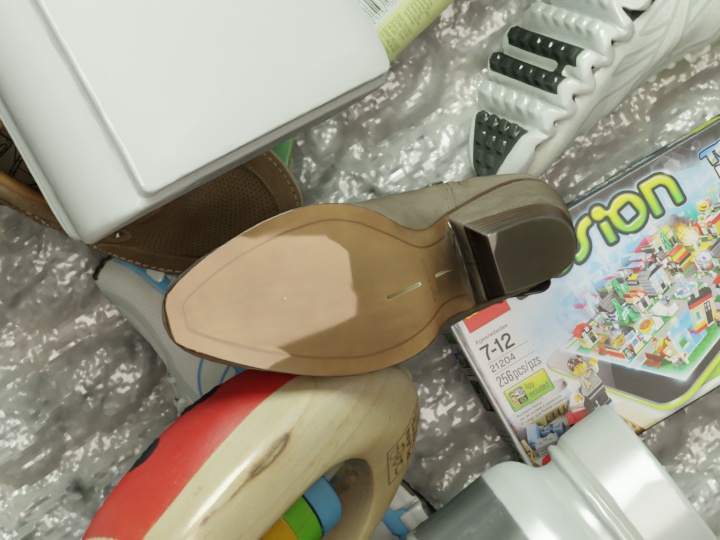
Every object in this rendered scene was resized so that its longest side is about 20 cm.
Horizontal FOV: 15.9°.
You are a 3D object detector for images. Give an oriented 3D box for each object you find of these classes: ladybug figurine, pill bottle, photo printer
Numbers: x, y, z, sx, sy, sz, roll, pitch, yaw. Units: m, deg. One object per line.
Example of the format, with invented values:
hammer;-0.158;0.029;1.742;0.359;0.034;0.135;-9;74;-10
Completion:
ladybug figurine;-0.053;0.104;1.081;0.072;0.136;0.200;32;59;26
pill bottle;0.059;0.157;1.132;0.200;0.113;0.113;-38;93;-1
photo printer;-0.095;-0.130;1.026;0.166;0.069;0.201;-29;90;-43

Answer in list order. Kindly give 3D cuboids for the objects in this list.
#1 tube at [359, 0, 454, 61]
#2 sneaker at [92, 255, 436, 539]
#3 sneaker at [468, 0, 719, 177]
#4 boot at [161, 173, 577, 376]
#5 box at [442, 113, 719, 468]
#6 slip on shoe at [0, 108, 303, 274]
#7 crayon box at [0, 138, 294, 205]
tube;0.055;-0.172;1.182;0.200;0.058;0.052;-46;67;0
sneaker;-0.058;0.077;1.169;0.087;0.075;0.200;-45;94;-1
sneaker;0.128;-0.114;1.200;0.081;0.075;0.200;35;93;-33
boot;0.000;0.000;1.110;0.199;0.146;0.071;-8;95;-15
box;0.140;0.007;1.213;0.199;0.035;0.110;-31;92;-7
slip on shoe;-0.098;-0.040;1.084;0.200;0.061;0.076;28;102;-41
crayon box;-0.123;-0.088;1.174;0.199;0.051;0.128;10;87;-8
